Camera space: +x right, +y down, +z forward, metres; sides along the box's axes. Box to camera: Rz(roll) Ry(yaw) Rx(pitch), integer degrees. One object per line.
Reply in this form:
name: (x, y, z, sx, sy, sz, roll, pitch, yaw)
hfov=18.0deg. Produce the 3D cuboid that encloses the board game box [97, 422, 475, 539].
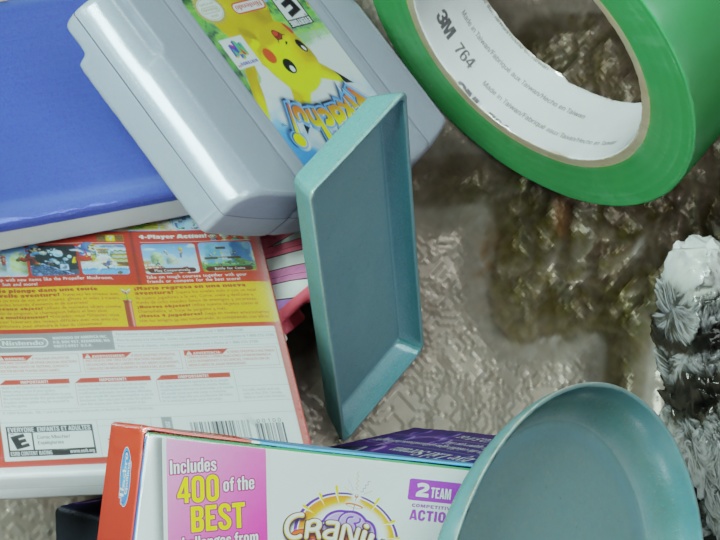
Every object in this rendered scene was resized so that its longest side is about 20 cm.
board game box: (-0.036, 0.169, 0.906, 0.152, 0.040, 0.202, 9, 85, -26)

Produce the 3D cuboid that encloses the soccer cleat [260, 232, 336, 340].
soccer cleat: (-0.075, 0.019, 1.078, 0.077, 0.067, 0.200, 47, 66, -3)

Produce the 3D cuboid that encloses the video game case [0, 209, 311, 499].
video game case: (-0.107, 0.017, 1.018, 0.142, 0.018, 0.201, -1, 46, -16)

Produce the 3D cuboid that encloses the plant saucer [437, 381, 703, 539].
plant saucer: (0.083, 0.147, 0.952, 0.199, 0.027, 0.202, -6, 97, -51)

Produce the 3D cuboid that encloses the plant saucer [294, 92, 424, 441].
plant saucer: (0.000, 0.000, 1.061, 0.019, 0.201, 0.070, 29, 61, 24)

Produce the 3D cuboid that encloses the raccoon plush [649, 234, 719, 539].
raccoon plush: (0.221, 0.075, 1.155, 0.133, 0.097, 0.202, -13, 121, -30)

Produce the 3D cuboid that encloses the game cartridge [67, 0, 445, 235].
game cartridge: (-0.039, -0.084, 1.073, 0.134, 0.040, 0.200, 56, 32, 5)

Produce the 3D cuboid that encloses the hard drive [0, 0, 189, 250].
hard drive: (-0.164, -0.069, 1.046, 0.198, 0.025, 0.133, -12, 56, -27)

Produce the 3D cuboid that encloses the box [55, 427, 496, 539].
box: (-0.018, 0.142, 1.019, 0.198, 0.148, 0.105, -10, 94, -27)

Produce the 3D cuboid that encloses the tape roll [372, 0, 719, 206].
tape roll: (0.093, -0.123, 1.111, 0.201, 0.200, 0.048, 47, 64, -8)
